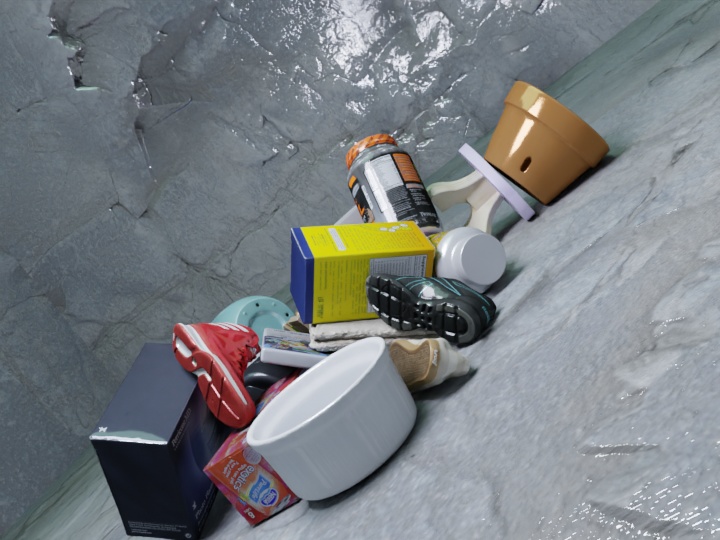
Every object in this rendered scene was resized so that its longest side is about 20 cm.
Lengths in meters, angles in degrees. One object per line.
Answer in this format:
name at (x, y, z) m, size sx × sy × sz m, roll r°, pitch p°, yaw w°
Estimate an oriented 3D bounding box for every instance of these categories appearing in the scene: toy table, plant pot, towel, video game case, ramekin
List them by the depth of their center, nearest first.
ramekin at (-0.028, 0.178, 0.984) m, size 0.199 × 0.098 × 0.201 m, roll -33°, pitch 9°, yaw 6°
towel at (0.022, 0.089, 1.217) m, size 0.197 × 0.035 × 0.133 m, roll -3°, pitch 8°, yaw -3°
video game case at (-0.047, 0.123, 1.220) m, size 0.182 × 0.197 × 0.023 m, roll -139°, pitch 59°, yaw -83°
plant pot at (0.307, -0.210, 1.430) m, size 0.141 × 0.199 × 0.200 m, roll -53°, pitch 5°, yaw 9°
toy table at (0.205, -0.126, 1.473) m, size 0.117 × 0.183 × 0.201 m, roll -43°, pitch 36°, yaw 9°
plant pot at (-0.194, 0.141, 1.541) m, size 0.200 × 0.201 × 0.161 m, roll -43°, pitch -3°, yaw -35°

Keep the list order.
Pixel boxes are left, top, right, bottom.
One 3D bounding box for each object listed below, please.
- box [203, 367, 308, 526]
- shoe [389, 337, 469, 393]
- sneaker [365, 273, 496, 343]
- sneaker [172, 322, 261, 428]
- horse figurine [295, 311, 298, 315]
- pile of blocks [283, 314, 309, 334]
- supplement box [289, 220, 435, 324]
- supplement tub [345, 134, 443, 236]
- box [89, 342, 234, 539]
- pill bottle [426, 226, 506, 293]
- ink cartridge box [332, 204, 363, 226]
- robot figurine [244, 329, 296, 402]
box at (-0.110, 0.229, 1.110) m, size 0.095 × 0.100 × 0.200 m, roll -35°, pitch 9°, yaw 26°
shoe at (0.080, 0.121, 1.046) m, size 0.053 × 0.071 × 0.200 m, roll 4°, pitch -8°, yaw -14°
sneaker at (0.094, 0.045, 1.137) m, size 0.198 × 0.076 × 0.079 m, roll 20°, pitch 35°, yaw 36°
sneaker at (-0.169, 0.128, 1.140) m, size 0.114 × 0.200 × 0.079 m, roll -11°, pitch -48°, yaw -36°
horse figurine at (-0.054, 0.080, 1.506) m, size 0.200 × 0.131 × 0.050 m, roll 109°, pitch -175°, yaw -72°
pile of blocks at (-0.083, 0.101, 1.430) m, size 0.063 × 0.081 × 0.200 m, roll -57°, pitch -9°, yaw -22°
supplement box at (0.000, 0.000, 1.240) m, size 0.197 × 0.110 × 0.110 m, roll -4°, pitch 27°, yaw -15°
supplement tub at (0.052, -0.124, 1.413) m, size 0.121 × 0.202 × 0.123 m, roll -19°, pitch -24°, yaw -9°
box at (-0.274, 0.245, 1.201) m, size 0.121 × 0.201 × 0.201 m, roll 0°, pitch 35°, yaw 12°
pill bottle at (0.148, -0.011, 1.269) m, size 0.104 × 0.105 × 0.200 m, roll -40°, pitch 8°, yaw -14°
ink cartridge box at (0.034, -0.062, 1.513) m, size 0.200 × 0.147 × 0.084 m, roll -43°, pitch 6°, yaw -35°
robot figurine at (-0.140, 0.192, 1.361) m, size 0.150 × 0.125 × 0.200 m, roll -37°, pitch 11°, yaw 26°
